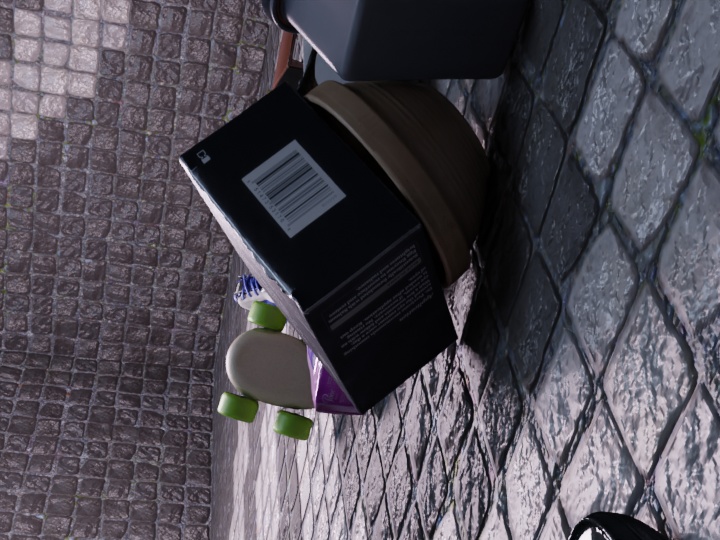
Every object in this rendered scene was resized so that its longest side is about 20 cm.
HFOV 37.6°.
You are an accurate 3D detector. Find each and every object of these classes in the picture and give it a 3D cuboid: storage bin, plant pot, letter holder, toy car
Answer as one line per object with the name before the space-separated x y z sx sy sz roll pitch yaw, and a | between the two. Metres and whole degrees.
storage bin | 0.033 -0.219 0.883 0.135 0.198 0.146 60 145 41
plant pot | 0.044 -0.092 0.899 0.201 0.092 0.201 50 172 9
letter holder | -0.077 -0.379 1.762 0.200 0.099 0.144 173 105 -78
toy car | -0.113 0.148 1.555 0.200 0.156 0.166 93 -165 -84

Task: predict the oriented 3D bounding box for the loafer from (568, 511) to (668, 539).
loafer | 0.129 0.180 0.483 0.201 0.070 0.069 -107 27 -63

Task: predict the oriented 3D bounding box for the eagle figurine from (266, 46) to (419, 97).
eagle figurine | -0.050 -0.120 1.029 0.199 0.151 0.152 -30 21 39

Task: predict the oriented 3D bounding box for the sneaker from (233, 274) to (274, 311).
sneaker | -0.176 0.032 1.973 0.200 0.114 0.081 112 160 -54

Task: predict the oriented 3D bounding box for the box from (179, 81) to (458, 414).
box | -0.030 -0.016 0.899 0.197 0.117 0.200 49 171 31

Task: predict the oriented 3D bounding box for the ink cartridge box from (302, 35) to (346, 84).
ink cartridge box | 0.006 -0.188 1.199 0.201 0.083 0.176 -95 -19 -45

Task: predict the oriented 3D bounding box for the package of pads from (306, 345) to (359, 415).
package of pads | -0.023 0.068 1.290 0.201 0.075 0.121 -101 19 -56
